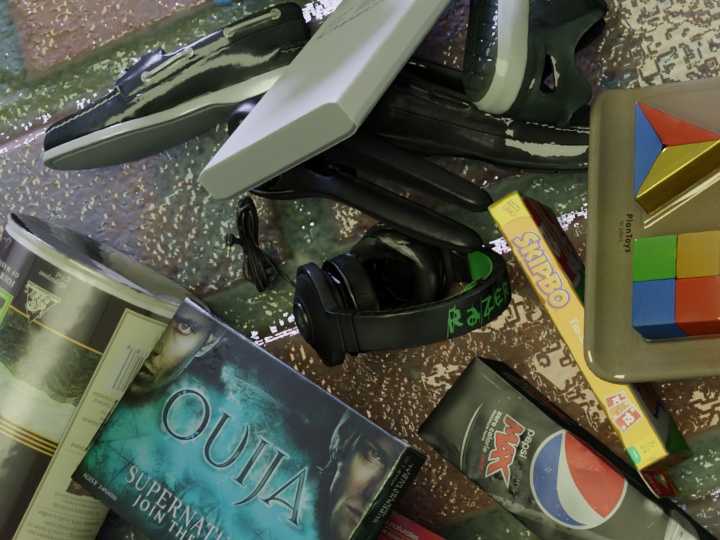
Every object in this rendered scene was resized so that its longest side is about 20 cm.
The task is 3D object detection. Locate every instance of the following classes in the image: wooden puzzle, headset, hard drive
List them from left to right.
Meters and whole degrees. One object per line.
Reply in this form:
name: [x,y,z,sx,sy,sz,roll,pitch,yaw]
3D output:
hard drive: [-0.007,-0.129,1.277,0.132,0.200,0.027,-25,112,45]
headset: [0.000,0.000,1.314,0.200,0.123,0.094,4,114,42]
wooden puzzle: [0.224,-0.034,1.196,0.199,0.046,0.186,-4,69,22]

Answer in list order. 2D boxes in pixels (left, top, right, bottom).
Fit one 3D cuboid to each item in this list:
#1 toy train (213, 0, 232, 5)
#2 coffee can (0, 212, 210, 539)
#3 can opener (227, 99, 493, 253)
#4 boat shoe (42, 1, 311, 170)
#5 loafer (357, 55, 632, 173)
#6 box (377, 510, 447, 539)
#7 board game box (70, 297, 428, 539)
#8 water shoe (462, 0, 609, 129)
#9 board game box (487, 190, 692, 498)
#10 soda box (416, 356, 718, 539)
toy train: [-0.064,-0.224,1.317,0.114,0.200,0.087,-2,84,8]
coffee can: [-0.205,0.084,1.363,0.146,0.146,0.200,28,94,19]
can opener: [-0.002,-0.063,1.319,0.200,0.079,0.064,19,117,34]
boat shoe: [-0.123,-0.120,1.394,0.199,0.076,0.061,-18,81,4]
loafer: [0.085,-0.103,1.317,0.200,0.068,0.071,10,107,23]
box: [0.058,0.230,1.274,0.200,0.100,0.096,27,71,19]
board game box: [-0.070,0.117,1.251,0.200,0.028,0.136,31,87,36]
water shoe: [0.113,-0.168,1.302,0.079,0.072,0.200,21,55,-13]
board game box: [0.145,0.046,1.274,0.030,0.096,0.200,-29,77,13]
soda box: [0.134,0.138,1.283,0.200,0.071,0.063,39,97,18]
